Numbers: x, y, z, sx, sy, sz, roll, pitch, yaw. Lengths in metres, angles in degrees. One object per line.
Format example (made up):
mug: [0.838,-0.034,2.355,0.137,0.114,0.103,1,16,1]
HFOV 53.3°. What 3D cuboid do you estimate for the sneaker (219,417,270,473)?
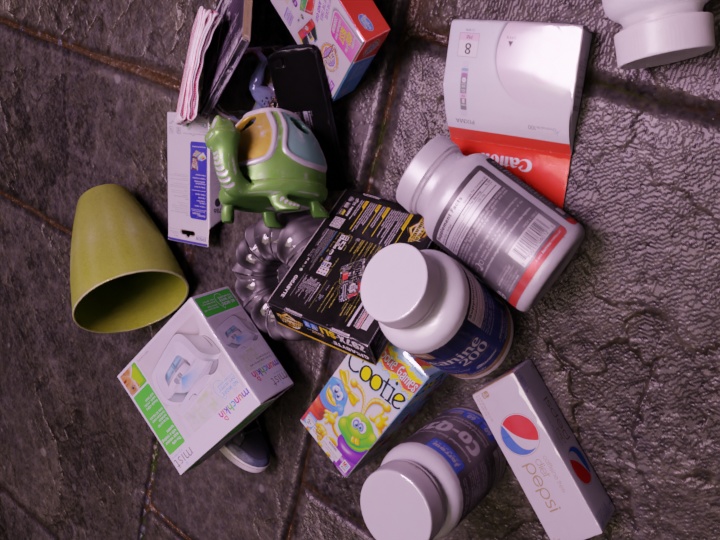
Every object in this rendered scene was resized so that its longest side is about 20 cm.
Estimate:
sneaker: [-0.183,0.200,1.117,0.204,0.076,0.147,52,125,17]

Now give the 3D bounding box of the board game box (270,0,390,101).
board game box: [-0.053,-0.333,0.881,0.203,0.040,0.153,59,159,1]

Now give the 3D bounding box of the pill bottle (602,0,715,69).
pill bottle: [0.283,-0.307,0.688,0.107,0.109,0.206,-5,95,34]

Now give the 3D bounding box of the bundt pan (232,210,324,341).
bundt pan: [-0.108,0.009,1.035,0.198,0.075,0.208,6,101,34]

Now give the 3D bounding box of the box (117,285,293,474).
box: [-0.224,0.159,1.039,0.199,0.096,0.178,-40,80,26]

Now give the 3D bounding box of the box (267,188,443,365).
box: [0.000,0.000,0.896,0.157,0.202,0.050,19,152,28]

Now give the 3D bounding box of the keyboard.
keyboard: [-0.077,-0.204,0.971,0.101,0.040,0.204,2,122,21]

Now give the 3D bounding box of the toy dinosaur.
toy dinosaur: [-0.137,-0.217,1.004,0.195,0.105,0.187,7,112,27]

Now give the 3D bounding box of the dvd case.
dvd case: [-0.180,-0.329,0.980,0.149,0.016,0.204,-44,39,45]

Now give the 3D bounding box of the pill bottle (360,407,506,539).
pill bottle: [0.090,0.249,0.863,0.111,0.198,0.117,6,102,32]

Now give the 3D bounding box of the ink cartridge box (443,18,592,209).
ink cartridge box: [0.169,-0.178,0.827,0.159,0.057,0.206,15,102,32]

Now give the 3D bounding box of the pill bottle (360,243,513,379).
pill bottle: [0.085,0.045,0.796,0.109,0.199,0.114,-14,63,30]

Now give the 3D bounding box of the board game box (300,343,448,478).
board game box: [0.026,0.156,0.950,0.103,0.104,0.202,46,119,19]

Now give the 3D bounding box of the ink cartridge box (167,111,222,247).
ink cartridge box: [-0.261,-0.145,1.136,0.097,0.039,0.206,11,103,32]

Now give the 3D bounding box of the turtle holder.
turtle holder: [-0.126,-0.131,0.908,0.140,0.181,0.136,-11,80,57]

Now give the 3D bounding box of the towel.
towel: [-0.232,-0.278,1.009,0.200,0.029,0.150,-151,73,-71]

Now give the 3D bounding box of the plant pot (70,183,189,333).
plant pot: [-0.398,-0.033,1.183,0.187,0.185,0.204,-40,61,32]

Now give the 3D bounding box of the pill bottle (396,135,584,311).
pill bottle: [0.144,-0.058,0.816,0.199,0.115,0.117,40,118,18]

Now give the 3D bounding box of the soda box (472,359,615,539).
soda box: [0.217,0.215,0.853,0.068,0.063,0.203,-35,78,33]
